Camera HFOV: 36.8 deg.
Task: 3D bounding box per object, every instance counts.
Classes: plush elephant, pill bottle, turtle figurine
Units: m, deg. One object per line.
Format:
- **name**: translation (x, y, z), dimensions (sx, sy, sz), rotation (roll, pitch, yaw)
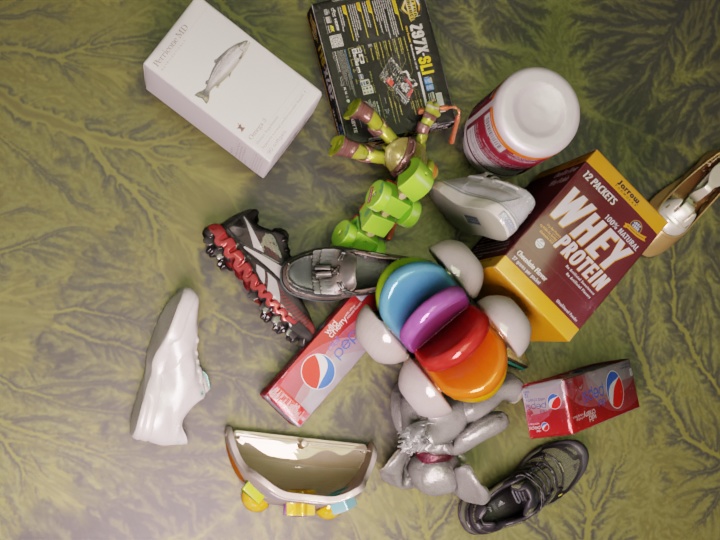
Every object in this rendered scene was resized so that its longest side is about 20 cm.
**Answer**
- **plush elephant**: translation (0.107, 0.218, 1.392), dimensions (0.163, 0.156, 0.200), rotation (15, 37, 26)
- **pill bottle**: translation (0.200, -0.185, 1.409), dimensions (0.112, 0.200, 0.114), rotation (1, 85, -10)
- **turtle figurine**: translation (0.041, -0.144, 1.413), dimensions (0.160, 0.064, 0.201), rotation (24, 103, -25)

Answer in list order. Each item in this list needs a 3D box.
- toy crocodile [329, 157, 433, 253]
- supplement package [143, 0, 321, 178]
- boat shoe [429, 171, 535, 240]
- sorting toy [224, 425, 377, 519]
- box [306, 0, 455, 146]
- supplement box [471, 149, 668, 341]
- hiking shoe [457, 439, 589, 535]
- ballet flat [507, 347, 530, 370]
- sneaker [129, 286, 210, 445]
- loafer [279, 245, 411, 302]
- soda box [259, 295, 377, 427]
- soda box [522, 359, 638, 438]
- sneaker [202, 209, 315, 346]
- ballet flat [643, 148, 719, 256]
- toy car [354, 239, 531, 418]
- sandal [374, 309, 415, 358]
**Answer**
- **toy crocodile**: translation (0.018, -0.066, 1.398), dimensions (0.067, 0.062, 0.200), rotation (25, 125, -28)
- **supplement package**: translation (-0.166, -0.232, 1.391), dimensions (0.199, 0.117, 0.117), rotation (37, 81, -5)
- **boat shoe**: translation (0.159, -0.090, 1.401), dimensions (0.071, 0.201, 0.070), rotation (-37, 115, -12)
- **sorting toy**: translation (-0.072, 0.259, 1.334), dimensions (0.198, 0.180, 0.108), rotation (8, 84, -9)
- **box**: translation (0.028, -0.275, 1.464), dimensions (0.158, 0.049, 0.202), rotation (-15, 88, -13)
- **supplement box**: translation (0.251, -0.026, 1.405), dimensions (0.133, 0.197, 0.200), rotation (43, 79, -6)
- **hiking shoe**: translation (0.228, 0.292, 1.424), dimensions (0.199, 0.101, 0.076), rotation (-31, 92, -11)
- **ballet flat**: translation (0.142, 0.075, 1.444), dimensions (0.198, 0.071, 0.071), rotation (19, 82, -5)
- **sneaker**: translation (-0.228, 0.124, 1.382), dimensions (0.088, 0.075, 0.202), rotation (17, 88, -21)
- **loafer**: translation (0.000, 0.000, 1.357), dimensions (0.198, 0.063, 0.073), rotation (1, 79, -18)
- **soda box**: translation (-0.041, 0.108, 1.407), dimensions (0.063, 0.070, 0.200), rotation (43, 78, -5)
- **soda box**: translation (0.288, 0.165, 1.403), dimensions (0.199, 0.063, 0.071), rotation (-6, 84, -51)
- **sneaker**: translation (-0.113, 0.002, 1.394), dimensions (0.098, 0.071, 0.201), rotation (-37, 80, -14)
- **ballet flat**: translation (0.460, -0.102, 1.518), dimensions (0.069, 0.063, 0.200), rotation (43, 80, -3)
- **toy car**: translation (0.094, 0.067, 1.271), dimensions (0.175, 0.150, 0.200), rotation (-40, 81, 1)
- **sandal**: translation (0.104, 0.081, 1.374), dimensions (0.198, 0.048, 0.076), rotation (1, 66, -15)
